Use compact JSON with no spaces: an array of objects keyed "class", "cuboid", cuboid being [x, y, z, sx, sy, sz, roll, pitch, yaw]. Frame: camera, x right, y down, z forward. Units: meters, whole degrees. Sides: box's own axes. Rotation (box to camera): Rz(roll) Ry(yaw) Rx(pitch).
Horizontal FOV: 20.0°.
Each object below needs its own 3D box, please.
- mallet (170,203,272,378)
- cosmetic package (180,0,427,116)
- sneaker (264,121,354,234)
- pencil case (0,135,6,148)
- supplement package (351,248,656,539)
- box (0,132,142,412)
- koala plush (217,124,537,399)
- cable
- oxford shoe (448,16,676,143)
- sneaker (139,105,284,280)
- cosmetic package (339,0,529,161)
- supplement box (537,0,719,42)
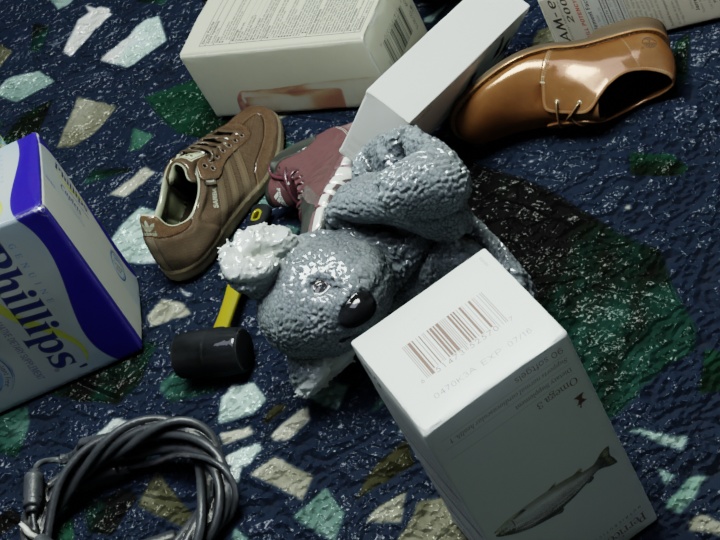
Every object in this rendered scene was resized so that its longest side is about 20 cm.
[{"class":"mallet","cuboid":[-0.116,0.016,1.743,0.065,0.041,0.201,-12,39,17]},{"class":"cosmetic package","cuboid":[-0.052,-0.210,1.891,0.199,0.087,0.104,0,49,31]},{"class":"sneaker","cuboid":[-0.040,-0.054,1.746,0.115,0.076,0.200,-11,33,29]},{"class":"pencil case","cuboid":[-0.311,-0.062,1.821,0.078,0.200,0.087,-50,45,-8]},{"class":"supplement package","cuboid":[0.099,0.110,1.382,0.117,0.200,0.117,-35,40,-6]},{"class":"box","cuboid":[-0.316,0.014,1.750,0.199,0.184,0.105,-24,39,8]},{"class":"koala plush","cuboid":[0.000,0.000,1.595,0.200,0.178,0.184,-36,29,-6]},{"class":"cable","cuboid":[-0.188,0.190,1.595,0.199,0.051,0.164,-9,45,23]},{"class":"oxford shoe","cuboid":[0.169,-0.147,1.708,0.199,0.071,0.072,-21,48,11]},{"class":"sneaker","cuboid":[-0.131,-0.087,1.823,0.070,0.076,0.201,1,50,33]},{"class":"cosmetic package","cuboid":[0.065,-0.164,1.734,0.051,0.083,0.200,36,51,10]},{"class":"supplement box","cuboid":[0.260,-0.273,1.773,0.199,0.074,0.127,-11,44,22]}]
